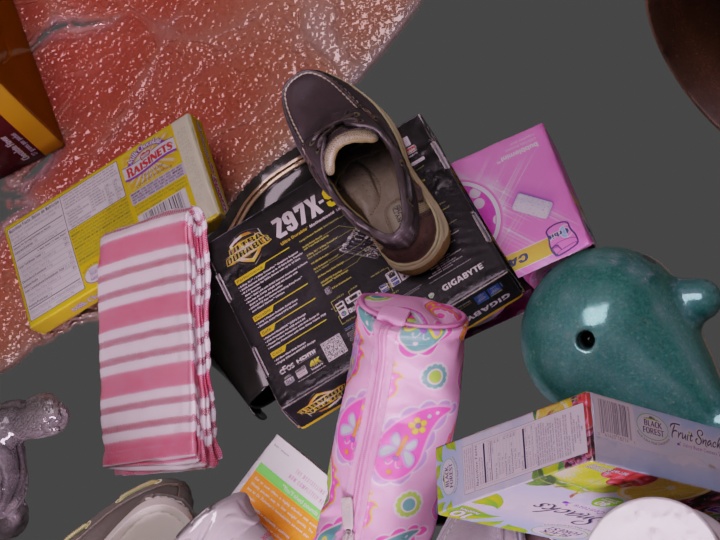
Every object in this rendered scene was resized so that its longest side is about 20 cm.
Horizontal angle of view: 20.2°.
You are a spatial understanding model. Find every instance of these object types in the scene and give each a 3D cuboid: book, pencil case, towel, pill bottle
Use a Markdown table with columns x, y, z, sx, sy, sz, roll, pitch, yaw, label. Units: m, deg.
| x | y | z | sx | sy | sz | roll | pitch | yaw | label |
| --- | --- | --- | --- | --- | --- | --- | --- | --- | --- |
| -0.071 | 0.245 | 1.525 | 0.133 | 0.048 | 0.200 | 37 | 86 | 27 | book |
| 0.021 | 0.117 | 1.434 | 0.087 | 0.087 | 0.201 | 17 | 105 | 25 | pencil case |
| -0.158 | 0.058 | 1.579 | 0.146 | 0.030 | 0.201 | -11 | 78 | 52 | towel |
| 0.211 | 0.219 | 1.347 | 0.109 | 0.200 | 0.110 | -7 | 67 | 16 | pill bottle |

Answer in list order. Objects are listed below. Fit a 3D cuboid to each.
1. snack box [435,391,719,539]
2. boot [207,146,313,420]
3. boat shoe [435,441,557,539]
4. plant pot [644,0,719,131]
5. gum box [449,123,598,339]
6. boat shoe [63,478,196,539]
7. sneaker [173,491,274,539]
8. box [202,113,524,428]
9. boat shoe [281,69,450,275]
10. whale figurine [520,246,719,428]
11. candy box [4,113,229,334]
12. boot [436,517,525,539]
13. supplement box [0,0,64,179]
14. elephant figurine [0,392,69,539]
| x | y | z | sx | sy | sz | roll | pitch | yaw | label |
| --- | --- | --- | --- | --- | --- | --- | --- | --- | --- |
| 0.168 | 0.141 | 1.371 | 0.142 | 0.199 | 0.053 | -24 | 59 | 43 | snack box |
| -0.055 | 0.007 | 1.608 | 0.200 | 0.077 | 0.138 | -48 | 67 | 9 | boot |
| 0.069 | 0.165 | 1.494 | 0.199 | 0.072 | 0.060 | 29 | 77 | 21 | boat shoe |
| 0.346 | -0.209 | 1.503 | 0.200 | 0.187 | 0.187 | -38 | 61 | -15 | plant pot |
| 0.076 | -0.015 | 1.564 | 0.199 | 0.066 | 0.114 | -24 | 62 | 9 | gum box |
| -0.205 | 0.234 | 1.566 | 0.201 | 0.072 | 0.060 | -39 | 18 | 15 | boat shoe |
| -0.132 | 0.260 | 1.484 | 0.200 | 0.078 | 0.099 | -44 | 80 | 12 | sneaker |
| 0.000 | 0.000 | 1.519 | 0.199 | 0.049 | 0.160 | -32 | 58 | 4 | box |
| -0.001 | -0.085 | 1.493 | 0.073 | 0.065 | 0.200 | -39 | 58 | 2 | boat shoe |
| 0.203 | 0.072 | 1.459 | 0.200 | 0.104 | 0.159 | 44 | 106 | 17 | whale figurine |
| -0.203 | -0.037 | 1.675 | 0.199 | 0.026 | 0.103 | -30 | 59 | 19 | candy box |
| 0.060 | 0.236 | 1.382 | 0.073 | 0.096 | 0.201 | 8 | 68 | 21 | boot |
| -0.396 | -0.165 | 1.755 | 0.199 | 0.133 | 0.198 | -27 | 63 | 7 | supplement box |
| -0.317 | 0.164 | 1.587 | 0.199 | 0.156 | 0.142 | 20 | 54 | 34 | elephant figurine |
